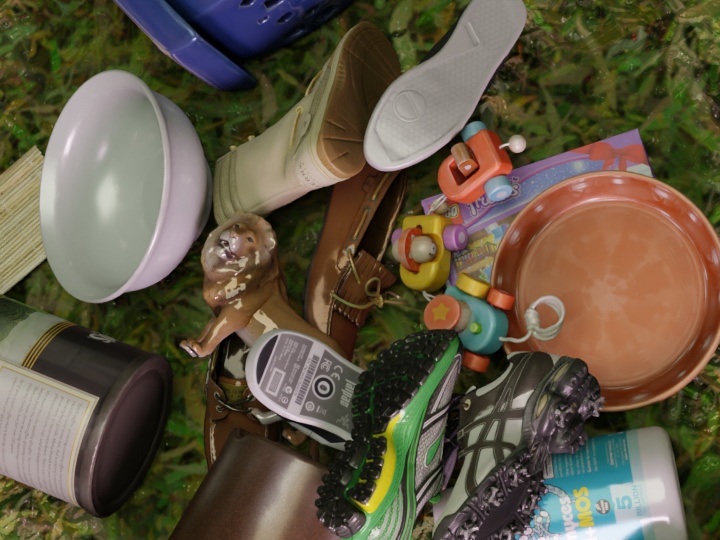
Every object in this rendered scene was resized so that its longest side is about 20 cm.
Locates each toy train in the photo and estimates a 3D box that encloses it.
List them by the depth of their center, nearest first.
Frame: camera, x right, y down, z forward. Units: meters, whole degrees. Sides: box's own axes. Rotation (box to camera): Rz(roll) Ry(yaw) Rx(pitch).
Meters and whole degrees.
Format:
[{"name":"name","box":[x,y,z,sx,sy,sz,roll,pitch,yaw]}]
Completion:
[{"name":"toy train","box":[0.087,-0.020,1.658,0.150,0.055,0.201,-33,61,30]}]

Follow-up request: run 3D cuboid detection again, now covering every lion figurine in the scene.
[{"name":"lion figurine","box":[-0.069,0.054,1.675,0.200,0.072,0.122,45,78,-2]}]

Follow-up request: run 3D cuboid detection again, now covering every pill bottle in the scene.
[{"name":"pill bottle","box":[0.162,0.197,1.635,0.199,0.111,0.112,-12,76,9]}]

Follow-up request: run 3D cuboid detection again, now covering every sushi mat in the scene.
[{"name":"sushi mat","box":[-0.347,-0.018,1.835,0.200,0.012,0.096,-40,74,1]}]

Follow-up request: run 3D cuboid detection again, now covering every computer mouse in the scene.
[{"name":"computer mouse","box":[-0.008,0.111,1.628,0.199,0.044,0.110,29,69,-14]}]

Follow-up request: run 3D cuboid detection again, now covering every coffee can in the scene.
[{"name":"coffee can","box":[-0.282,0.108,1.725,0.199,0.146,0.147,20,83,15]}]

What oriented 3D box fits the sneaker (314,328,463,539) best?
[{"name":"sneaker","box":[0.034,0.134,1.585,0.078,0.085,0.201,-3,54,46]}]

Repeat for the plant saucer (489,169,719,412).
[{"name":"plant saucer","box":[0.207,0.018,1.666,0.199,0.032,0.202,-2,79,11]}]

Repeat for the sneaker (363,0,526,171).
[{"name":"sneaker","box":[0.069,-0.149,1.727,0.071,0.099,0.200,37,71,4]}]

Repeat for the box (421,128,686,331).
[{"name":"box","box":[0.165,-0.024,1.719,0.199,0.039,0.138,-18,76,8]}]

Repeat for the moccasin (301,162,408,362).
[{"name":"moccasin","box":[0.001,0.001,1.734,0.077,0.074,0.203,7,70,22]}]

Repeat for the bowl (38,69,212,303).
[{"name":"bowl","box":[-0.192,-0.069,1.754,0.200,0.090,0.203,-9,78,49]}]

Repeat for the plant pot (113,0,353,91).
[{"name":"plant pot","box":[-0.132,-0.281,1.758,0.180,0.200,0.200,-46,74,5]}]

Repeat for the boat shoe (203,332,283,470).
[{"name":"boat shoe","box":[-0.106,0.106,1.731,0.071,0.068,0.201,-2,79,9]}]

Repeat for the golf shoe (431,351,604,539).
[{"name":"golf shoe","box":[0.105,0.146,1.580,0.094,0.078,0.200,21,59,38]}]

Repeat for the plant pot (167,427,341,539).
[{"name":"plant pot","box":[-0.080,0.247,1.632,0.199,0.200,0.199,22,80,15]}]

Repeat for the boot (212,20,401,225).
[{"name":"boot","box":[-0.049,-0.125,1.760,0.155,0.073,0.201,-28,30,36]}]
